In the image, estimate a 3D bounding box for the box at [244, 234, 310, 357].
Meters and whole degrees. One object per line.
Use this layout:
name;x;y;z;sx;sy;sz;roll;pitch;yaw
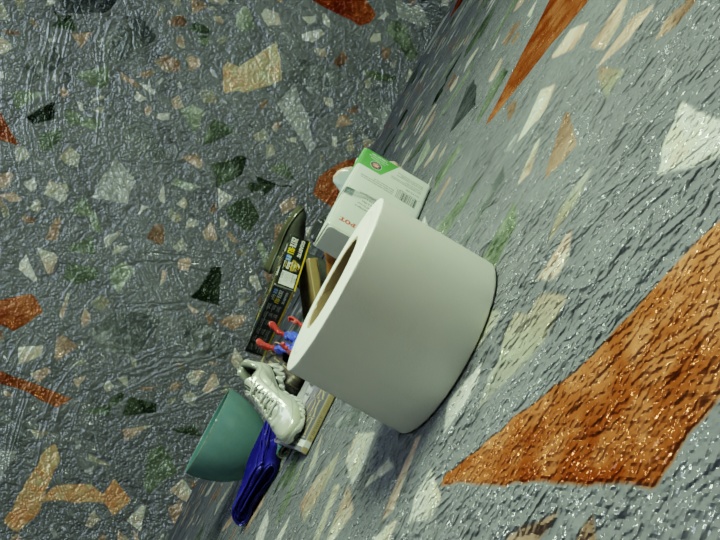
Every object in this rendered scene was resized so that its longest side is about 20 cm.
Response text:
box;-0.167;0.051;1.567;0.161;0.049;0.201;-81;15;-51

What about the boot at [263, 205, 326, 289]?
boot;-0.090;-0.019;1.673;0.183;0.199;0.073;-64;-8;23

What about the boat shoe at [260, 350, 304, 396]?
boat shoe;-0.137;0.190;1.484;0.073;0.074;0.200;-50;23;2

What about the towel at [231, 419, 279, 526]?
towel;-0.198;0.377;1.507;0.149;0.049;0.200;-59;7;14

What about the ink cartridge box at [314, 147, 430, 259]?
ink cartridge box;0.022;-0.099;1.405;0.083;0.146;0.201;-51;11;53

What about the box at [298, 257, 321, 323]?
box;-0.095;0.089;1.564;0.163;0.021;0.202;138;124;-72

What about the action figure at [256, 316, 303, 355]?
action figure;-0.133;0.120;1.402;0.199;0.099;0.066;11;61;50

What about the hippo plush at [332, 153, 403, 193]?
hippo plush;0.040;-0.145;1.657;0.161;0.157;0.202;-2;-100;-78

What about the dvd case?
dvd case;-0.075;0.209;1.322;0.201;0.016;0.148;-63;18;-15

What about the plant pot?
plant pot;-0.275;0.378;1.704;0.201;0.134;0.200;-60;7;12

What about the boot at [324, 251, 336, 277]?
boot;-0.050;0.035;1.534;0.200;0.076;0.157;84;-158;-79

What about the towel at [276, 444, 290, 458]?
towel;-0.123;0.252;1.473;0.148;0.022;0.200;-60;15;8

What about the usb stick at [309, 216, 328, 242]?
usb stick;-0.011;-0.071;1.486;0.033;0.199;0.056;48;121;36

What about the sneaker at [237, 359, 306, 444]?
sneaker;-0.154;0.218;1.319;0.075;0.081;0.200;-55;35;8

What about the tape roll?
tape roll;0.029;0.046;0.808;0.204;0.138;0.203;-59;8;13
